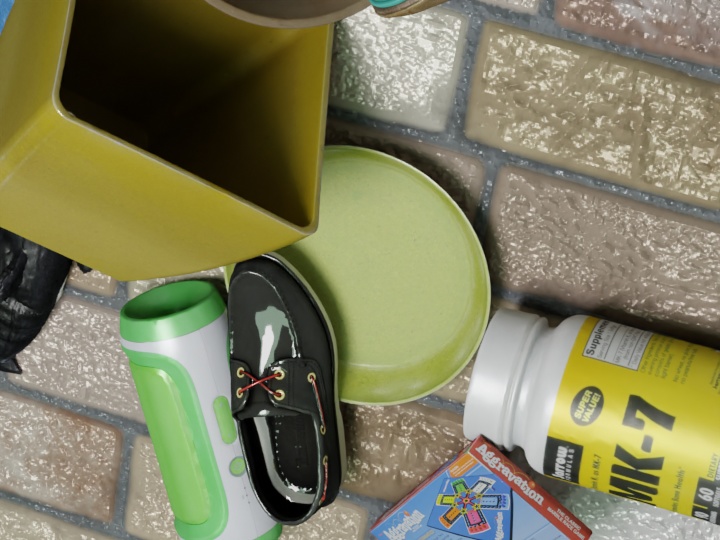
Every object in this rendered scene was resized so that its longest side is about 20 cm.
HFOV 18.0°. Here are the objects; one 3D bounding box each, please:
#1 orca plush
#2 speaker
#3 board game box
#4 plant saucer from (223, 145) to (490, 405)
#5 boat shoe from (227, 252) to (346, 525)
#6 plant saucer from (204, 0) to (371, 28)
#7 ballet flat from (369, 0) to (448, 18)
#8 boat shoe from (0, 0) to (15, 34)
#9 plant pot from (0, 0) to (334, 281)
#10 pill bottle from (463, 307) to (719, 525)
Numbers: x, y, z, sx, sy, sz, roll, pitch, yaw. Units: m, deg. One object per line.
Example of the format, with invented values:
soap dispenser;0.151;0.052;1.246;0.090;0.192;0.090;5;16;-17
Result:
orca plush;-0.268;0.004;1.686;0.105;0.071;0.200;36;120;1
speaker;-0.116;0.113;1.674;0.088;0.088;0.200;-6;111;22
board game box;0.082;0.186;1.617;0.103;0.019;0.200;40;150;-2
plant saucer;0.000;0.000;1.612;0.200;0.031;0.200;8;117;17
boat shoe;-0.056;0.085;1.620;0.074;0.063;0.202;-2;111;23
plant saucer;-0.043;-0.256;1.461;0.200;0.029;0.201;-6;110;-15
ballet flat;0.087;-0.233;1.452;0.200;0.072;0.068;-54;45;19
boat shoe;-0.283;-0.138;1.633;0.084;0.069;0.200;43;121;8
plant pot;-0.153;-0.104;1.505;0.200;0.200;0.176;26;140;-29
pill bottle;0.178;0.096;1.543;0.200;0.114;0.115;15;117;14
